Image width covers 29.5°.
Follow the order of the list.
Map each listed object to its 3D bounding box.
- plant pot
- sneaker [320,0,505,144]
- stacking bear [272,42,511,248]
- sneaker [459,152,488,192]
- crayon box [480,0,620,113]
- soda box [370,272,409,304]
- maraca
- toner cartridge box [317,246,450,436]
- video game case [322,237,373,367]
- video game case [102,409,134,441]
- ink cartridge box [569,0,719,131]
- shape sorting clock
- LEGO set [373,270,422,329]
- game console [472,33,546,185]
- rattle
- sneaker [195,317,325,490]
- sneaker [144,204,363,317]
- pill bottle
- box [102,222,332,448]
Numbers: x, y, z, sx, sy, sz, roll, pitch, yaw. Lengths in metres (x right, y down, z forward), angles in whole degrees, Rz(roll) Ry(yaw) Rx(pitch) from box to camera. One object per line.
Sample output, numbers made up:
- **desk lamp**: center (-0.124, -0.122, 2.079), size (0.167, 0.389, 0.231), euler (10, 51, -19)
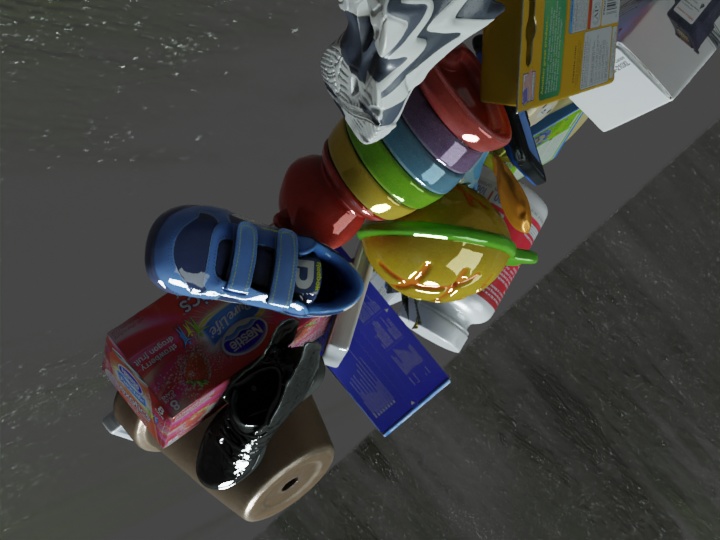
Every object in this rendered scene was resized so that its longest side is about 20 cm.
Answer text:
- **plant pot**: center (-0.122, 0.152, 1.374), size (0.200, 0.175, 0.201), euler (-33, 158, -16)
- **sneaker**: center (0.046, -0.172, 0.969), size (0.129, 0.080, 0.199), euler (-28, 156, -16)
- **stacking bear**: center (0.015, -0.092, 1.126), size (0.200, 0.114, 0.121), euler (-37, 160, 23)
- **sneaker**: center (0.076, -0.096, 1.268), size (0.200, 0.079, 0.131), euler (-7, 116, -70)
- **crayon box**: center (0.150, -0.204, 1.102), size (0.200, 0.051, 0.127), euler (-25, 121, -56)
- **soda box**: center (0.069, -0.013, 1.726), size (0.064, 0.068, 0.200), euler (-45, 168, 26)
- **maraca**: center (0.079, -0.023, 1.231), size (0.200, 0.136, 0.108), euler (14, 83, -58)
- **toner cartridge box**: center (-0.002, 0.071, 1.469), size (0.095, 0.200, 0.043), euler (-39, 171, -1)
- **video game case**: center (0.000, 0.000, 1.357), size (0.200, 0.023, 0.183), euler (116, -9, -81)
- **video game case**: center (-0.189, 0.125, 1.522), size (0.182, 0.023, 0.200), euler (-40, 169, -5)
- **ink cartridge box**: center (0.308, -0.248, 1.387), size (0.200, 0.084, 0.145), euler (-48, -172, -18)
- **shape sorting clock**: center (0.203, -0.159, 1.675), size (0.200, 0.039, 0.200), euler (-35, 166, -10)
- **LEGO set**: center (0.060, -0.036, 1.454), size (0.115, 0.155, 0.200), euler (-7, -166, 2)
- **game console**: center (0.179, -0.186, 1.276), size (0.118, 0.172, 0.200), euler (-18, 173, 12)
- **rattle**: center (0.203, -0.151, 1.467), size (0.199, 0.143, 0.131), euler (-25, 144, -35)
- **sneaker**: center (-0.096, 0.122, 1.205), size (0.200, 0.060, 0.104), euler (-49, 167, 15)
- **sneaker**: center (-0.079, -0.005, 1.070), size (0.199, 0.082, 0.074), euler (12, 88, -46)
- **pill bottle**: center (0.126, -0.012, 1.592), size (0.201, 0.112, 0.112), euler (-61, 172, -8)
- **box**: center (-0.127, 0.058, 1.253), size (0.200, 0.100, 0.096), euler (-35, 168, -25)
